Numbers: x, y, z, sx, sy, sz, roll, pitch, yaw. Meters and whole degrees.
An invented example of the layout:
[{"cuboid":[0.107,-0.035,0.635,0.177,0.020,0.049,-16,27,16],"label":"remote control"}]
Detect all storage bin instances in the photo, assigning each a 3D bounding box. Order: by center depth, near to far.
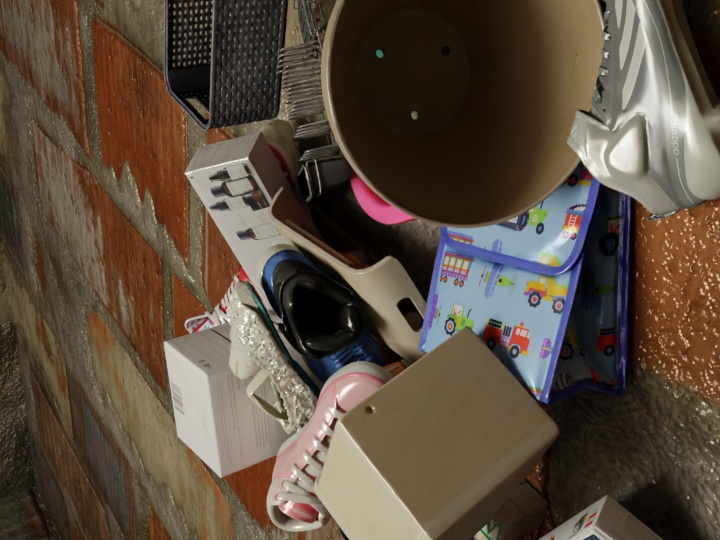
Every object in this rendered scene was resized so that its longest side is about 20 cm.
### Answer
[{"cuboid":[-0.160,-0.282,1.045,0.135,0.092,0.203,44,138,41],"label":"storage bin"}]

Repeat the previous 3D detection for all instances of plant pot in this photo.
[{"cuboid":[0.057,-0.142,0.644,0.134,0.196,0.204,-141,43,-71],"label":"plant pot"}]

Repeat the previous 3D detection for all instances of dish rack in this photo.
[{"cuboid":[-0.052,-0.174,0.901,0.153,0.054,0.204,-170,67,-82],"label":"dish rack"}]

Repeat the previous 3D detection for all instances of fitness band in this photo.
[{"cuboid":[0.040,-0.120,0.838,0.199,0.037,0.146,-16,89,61],"label":"fitness band"}]

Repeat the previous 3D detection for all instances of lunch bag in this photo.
[{"cuboid":[0.134,-0.019,0.699,0.150,0.093,0.204,16,103,54],"label":"lunch bag"}]

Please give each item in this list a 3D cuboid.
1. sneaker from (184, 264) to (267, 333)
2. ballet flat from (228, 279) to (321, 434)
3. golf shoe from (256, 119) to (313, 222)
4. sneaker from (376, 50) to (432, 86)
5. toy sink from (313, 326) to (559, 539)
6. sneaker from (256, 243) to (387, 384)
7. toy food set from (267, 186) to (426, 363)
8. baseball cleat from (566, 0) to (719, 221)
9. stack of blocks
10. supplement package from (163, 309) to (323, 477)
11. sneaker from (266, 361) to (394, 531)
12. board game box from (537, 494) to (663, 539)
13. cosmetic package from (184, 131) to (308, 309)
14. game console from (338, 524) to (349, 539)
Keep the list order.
[{"cuboid":[-0.168,0.047,1.178,0.071,0.111,0.202,48,140,36],"label":"sneaker"},{"cuboid":[-0.090,0.098,0.891,0.072,0.072,0.201,35,160,47],"label":"ballet flat"},{"cuboid":[-0.084,-0.081,1.042,0.092,0.074,0.202,-75,-17,-46],"label":"golf shoe"},{"cuboid":[0.032,-0.233,0.762,0.079,0.071,0.204,-6,74,25],"label":"sneaker"},{"cuboid":[0.046,0.157,0.698,0.112,0.129,0.201,48,153,21],"label":"toy sink"},{"cuboid":[-0.024,0.069,0.874,0.201,0.076,0.111,58,174,-24],"label":"sneaker"},{"cuboid":[0.000,0.000,0.901,0.199,0.060,0.144,33,163,47],"label":"toy food set"},{"cuboid":[0.166,-0.131,0.571,0.105,0.069,0.203,-24,81,33],"label":"baseball cleat"},{"cuboid":[0.088,0.188,0.868,0.200,0.058,0.117,43,137,43],"label":"stack of blocks"},{"cuboid":[-0.102,0.124,1.016,0.119,0.197,0.124,21,121,53],"label":"supplement package"},{"cuboid":[-0.030,0.181,0.866,0.201,0.075,0.105,-52,16,37],"label":"sneaker"},{"cuboid":[0.186,0.262,0.710,0.126,0.035,0.201,39,141,5],"label":"board game box"},{"cuboid":[-0.105,-0.048,0.980,0.081,0.051,0.202,-8,129,26],"label":"cosmetic package"},{"cuboid":[0.064,0.292,0.919,0.173,0.117,0.202,-88,-21,-61],"label":"game console"}]
